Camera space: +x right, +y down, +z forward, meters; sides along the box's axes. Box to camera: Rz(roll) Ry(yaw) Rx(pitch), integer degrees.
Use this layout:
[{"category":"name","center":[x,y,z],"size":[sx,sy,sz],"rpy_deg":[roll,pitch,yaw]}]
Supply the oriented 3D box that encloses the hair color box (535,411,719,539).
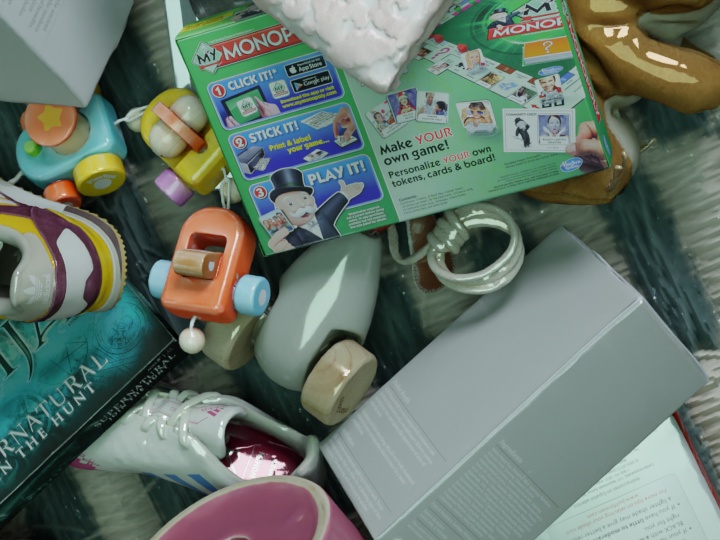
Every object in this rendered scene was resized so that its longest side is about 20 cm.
[{"category":"hair color box","center":[0.179,0.189,1.005],"size":[0.111,0.064,0.200],"rpy_deg":[-25,94,11]}]

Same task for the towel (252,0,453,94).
[{"category":"towel","center":[-0.014,-0.219,0.828],"size":[0.200,0.032,0.191],"rpy_deg":[38,104,12]}]

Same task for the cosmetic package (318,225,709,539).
[{"category":"cosmetic package","center":[0.084,0.081,0.953],"size":[0.200,0.107,0.090],"rpy_deg":[-39,122,3]}]

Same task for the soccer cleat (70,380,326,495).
[{"category":"soccer cleat","center":[-0.114,0.092,1.008],"size":[0.200,0.086,0.070],"rpy_deg":[17,62,-1]}]

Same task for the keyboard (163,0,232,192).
[{"category":"keyboard","center":[-0.089,-0.148,1.010],"size":[0.056,0.011,0.200],"rpy_deg":[-6,99,3]}]

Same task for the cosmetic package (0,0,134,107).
[{"category":"cosmetic package","center":[-0.208,-0.185,0.908],"size":[0.071,0.200,0.102],"rpy_deg":[6,64,31]}]

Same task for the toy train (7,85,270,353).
[{"category":"toy train","center":[-0.137,-0.043,0.967],"size":[0.200,0.056,0.150],"rpy_deg":[13,76,23]}]

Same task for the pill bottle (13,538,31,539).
[{"category":"pill bottle","center":[-0.206,0.241,1.037],"size":[0.112,0.112,0.200],"rpy_deg":[-44,92,12]}]

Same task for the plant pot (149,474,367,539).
[{"category":"plant pot","center":[-0.039,0.224,0.944],"size":[0.200,0.200,0.179],"rpy_deg":[-21,116,10]}]

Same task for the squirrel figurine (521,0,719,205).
[{"category":"squirrel figurine","center":[0.112,-0.139,0.933],"size":[0.200,0.142,0.187],"rpy_deg":[31,113,-1]}]

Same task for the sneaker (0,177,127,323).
[{"category":"sneaker","center":[-0.231,-0.017,0.952],"size":[0.200,0.090,0.075],"rpy_deg":[10,100,34]}]

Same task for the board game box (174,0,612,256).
[{"category":"board game box","center":[0.018,-0.093,0.885],"size":[0.200,0.029,0.135],"rpy_deg":[-14,113,17]}]

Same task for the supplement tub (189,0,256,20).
[{"category":"supplement tub","center":[-0.050,-0.214,0.935],"size":[0.122,0.123,0.200],"rpy_deg":[-12,98,9]}]

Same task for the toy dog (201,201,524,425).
[{"category":"toy dog","center":[0.000,0.000,0.989],"size":[0.200,0.096,0.132],"rpy_deg":[-38,78,7]}]

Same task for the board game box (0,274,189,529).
[{"category":"board game box","center":[-0.216,0.068,0.999],"size":[0.200,0.028,0.135],"rpy_deg":[-43,63,-2]}]
